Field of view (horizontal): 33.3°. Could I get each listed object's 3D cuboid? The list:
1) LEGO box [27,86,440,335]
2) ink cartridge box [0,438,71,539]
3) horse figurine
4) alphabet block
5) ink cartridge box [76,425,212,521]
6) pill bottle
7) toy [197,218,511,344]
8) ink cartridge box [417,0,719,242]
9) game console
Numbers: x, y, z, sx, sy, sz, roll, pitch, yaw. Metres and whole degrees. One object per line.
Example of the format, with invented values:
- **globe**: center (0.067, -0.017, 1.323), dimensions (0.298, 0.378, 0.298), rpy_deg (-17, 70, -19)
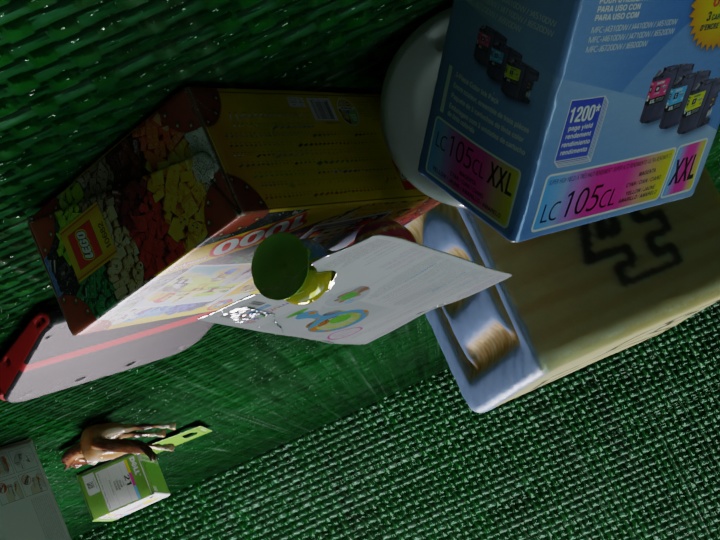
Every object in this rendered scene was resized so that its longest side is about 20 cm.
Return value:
- **LEGO box**: center (-0.067, -0.038, 0.716), dimensions (0.149, 0.077, 0.200), rpy_deg (-32, 167, 35)
- **ink cartridge box**: center (-0.406, 0.318, 1.356), dimensions (0.084, 0.201, 0.175), rpy_deg (-13, 165, -47)
- **horse figurine**: center (-0.294, 0.210, 1.457), dimensions (0.132, 0.050, 0.200), rpy_deg (-3, 172, -16)
- **alphabet block**: center (0.162, -0.020, 0.987), dimensions (0.199, 0.197, 0.195), rpy_deg (-21, 170, -17)
- **ink cartridge box**: center (-0.318, 0.313, 1.857), dimensions (0.199, 0.076, 0.148), rpy_deg (-22, 169, -3)
- **pill bottle**: center (0.098, -0.089, 0.737), dimensions (0.114, 0.115, 0.200), rpy_deg (-28, 168, 20)
- **toy**: center (0.000, 0.000, 0.710), dimensions (0.115, 0.047, 0.200), rpy_deg (-25, 166, 22)
- **ink cartridge box**: center (0.112, -0.125, 0.531), dimensions (0.136, 0.076, 0.201), rpy_deg (-15, 128, -37)
- **game console**: center (-0.194, 0.044, 0.985), dimensions (0.200, 0.031, 0.177), rpy_deg (-17, 162, -36)
